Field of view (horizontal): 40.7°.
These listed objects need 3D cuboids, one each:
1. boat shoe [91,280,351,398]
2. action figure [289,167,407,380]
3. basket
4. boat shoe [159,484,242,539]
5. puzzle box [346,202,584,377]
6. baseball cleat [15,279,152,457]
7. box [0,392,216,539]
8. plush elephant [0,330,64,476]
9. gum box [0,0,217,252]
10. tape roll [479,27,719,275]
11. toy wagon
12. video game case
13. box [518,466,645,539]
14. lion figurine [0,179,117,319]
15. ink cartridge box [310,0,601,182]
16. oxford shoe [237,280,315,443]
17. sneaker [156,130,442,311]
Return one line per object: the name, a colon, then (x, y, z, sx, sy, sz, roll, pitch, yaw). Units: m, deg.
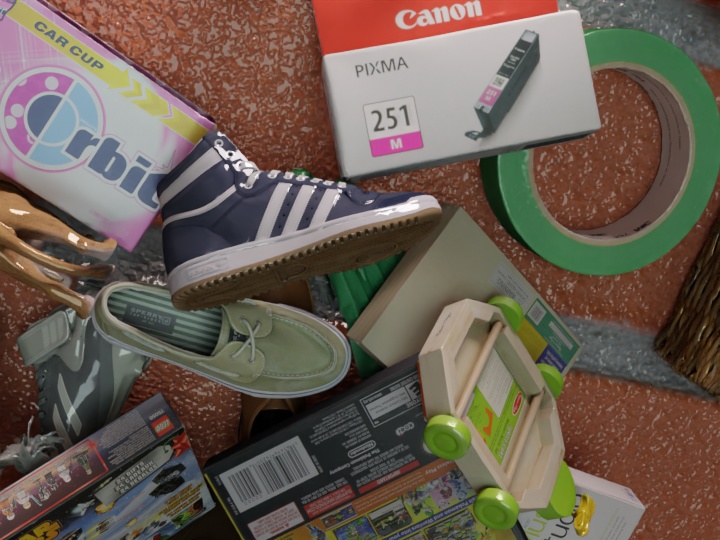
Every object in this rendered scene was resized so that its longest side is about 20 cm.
boat shoe: (-0.100, 0.052, 0.716, 0.198, 0.062, 0.073, 12, 83, -13)
action figure: (0.000, 0.000, 0.773, 0.118, 0.054, 0.201, -46, 119, -28)
basket: (0.377, 0.030, 0.827, 0.148, 0.143, 0.202, 22, 98, -15)
boat shoe: (-0.126, 0.233, 0.816, 0.198, 0.072, 0.072, -22, 136, -12)
puzzle box: (0.092, 0.058, 0.796, 0.200, 0.025, 0.133, 44, 77, -32)
baseball cleat: (-0.233, 0.104, 0.765, 0.106, 0.070, 0.202, 27, 92, -3)
box: (-0.212, 0.190, 0.723, 0.199, 0.040, 0.138, -31, 147, -20)
plush elephant: (-0.328, 0.099, 0.692, 0.199, 0.154, 0.166, 22, 89, -50)
gum box: (-0.211, -0.113, 0.709, 0.199, 0.066, 0.114, 34, 96, -17)
tape roll: (0.201, -0.099, 0.810, 0.198, 0.048, 0.203, -3, 103, -11)
toy wagon: (0.113, 0.121, 0.733, 0.039, 0.155, 0.201, -20, 112, 36)
video game case: (0.006, 0.184, 0.753, 0.199, 0.026, 0.182, -27, 99, 8)
box: (0.120, 0.222, 0.809, 0.198, 0.036, 0.145, 21, 103, -16)
lion figurine: (-0.239, -0.027, 0.664, 0.122, 0.199, 0.073, 33, 74, -25)
ink cartridge box: (0.067, -0.171, 0.734, 0.198, 0.044, 0.176, -11, 89, -3)
oxford shoe: (-0.067, 0.076, 0.783, 0.070, 0.071, 0.202, -2, 102, -9)
sneaker: (-0.048, -0.050, 0.688, 0.198, 0.070, 0.109, -16, 70, -7)
